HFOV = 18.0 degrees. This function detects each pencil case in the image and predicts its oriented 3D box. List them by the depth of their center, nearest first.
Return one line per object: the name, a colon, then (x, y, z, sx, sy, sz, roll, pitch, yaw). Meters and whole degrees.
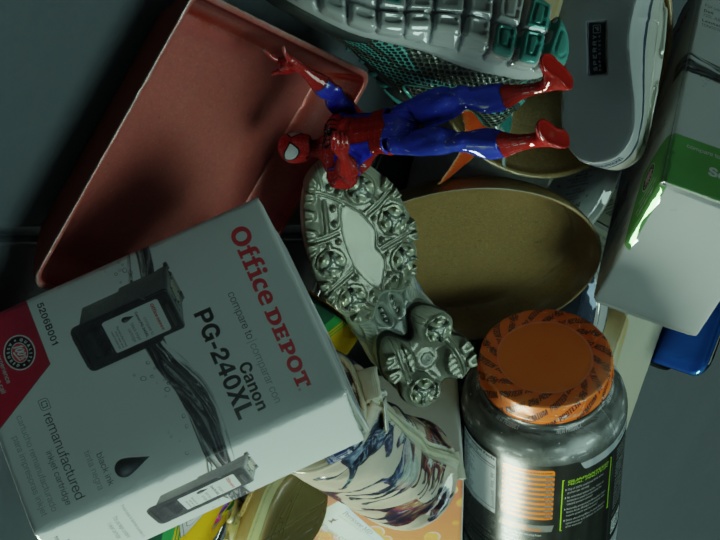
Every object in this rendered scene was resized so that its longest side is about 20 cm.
pencil case: (0.003, 0.113, 1.480, 0.200, 0.089, 0.078, 41, 46, -62)

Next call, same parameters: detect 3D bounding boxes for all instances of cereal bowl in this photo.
cereal bowl: (0.129, -0.074, 1.669, 0.200, 0.083, 0.201, -33, 142, -30)

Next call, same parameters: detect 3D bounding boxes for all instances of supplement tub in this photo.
supplement tub: (0.133, 0.130, 1.672, 0.122, 0.122, 0.201, -35, 144, -29)

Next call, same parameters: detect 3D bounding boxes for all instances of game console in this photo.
game console: (0.296, -0.008, 1.878, 0.171, 0.118, 0.201, 22, 89, -58)

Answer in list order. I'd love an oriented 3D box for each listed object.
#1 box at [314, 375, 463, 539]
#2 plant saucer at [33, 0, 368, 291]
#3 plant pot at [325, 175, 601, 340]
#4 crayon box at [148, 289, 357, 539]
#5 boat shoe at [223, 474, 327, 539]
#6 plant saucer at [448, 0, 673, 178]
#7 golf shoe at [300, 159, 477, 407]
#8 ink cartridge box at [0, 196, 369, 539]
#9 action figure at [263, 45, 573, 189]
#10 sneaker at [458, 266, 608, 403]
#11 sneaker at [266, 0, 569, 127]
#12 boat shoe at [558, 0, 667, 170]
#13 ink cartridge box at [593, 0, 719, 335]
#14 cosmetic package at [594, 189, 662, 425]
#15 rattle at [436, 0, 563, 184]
box: (0.011, 0.181, 1.682, 0.124, 0.098, 0.201, -2, 133, -1)
plant saucer: (-0.104, -0.067, 1.413, 0.200, 0.037, 0.200, 18, 104, -58)
plant pot: (0.070, -0.011, 1.607, 0.199, 0.028, 0.200, -4, 147, -3)
crayon box: (-0.090, 0.098, 1.512, 0.200, 0.058, 0.173, -54, 166, 0)
boat shoe: (-0.073, 0.185, 1.585, 0.073, 0.063, 0.201, -34, 155, -30)
plant saucer: (0.124, -0.164, 1.563, 0.199, 0.035, 0.201, -6, 102, -28)
golf shoe: (0.000, 0.000, 1.518, 0.078, 0.097, 0.200, -32, 123, -12)
ink cartridge box: (-0.115, 0.066, 1.346, 0.199, 0.146, 0.083, -25, 154, -3)
action figure: (0.017, -0.096, 1.365, 0.099, 0.199, 0.066, 29, 60, -46)
sneaker: (0.098, 0.069, 1.738, 0.146, 0.077, 0.203, -11, 141, -48)
sneaker: (0.023, -0.140, 1.406, 0.091, 0.199, 0.078, 118, -12, -47)
boat shoe: (0.175, -0.166, 1.537, 0.070, 0.071, 0.201, 13, 77, -65)
ink cartridge box: (0.239, -0.081, 1.609, 0.146, 0.084, 0.201, 113, -4, -53)
cosmetic package: (0.181, 0.041, 1.820, 0.071, 0.105, 0.201, -19, 132, -47)
rattle: (0.102, -0.152, 1.458, 0.130, 0.142, 0.201, 4, 91, -48)
